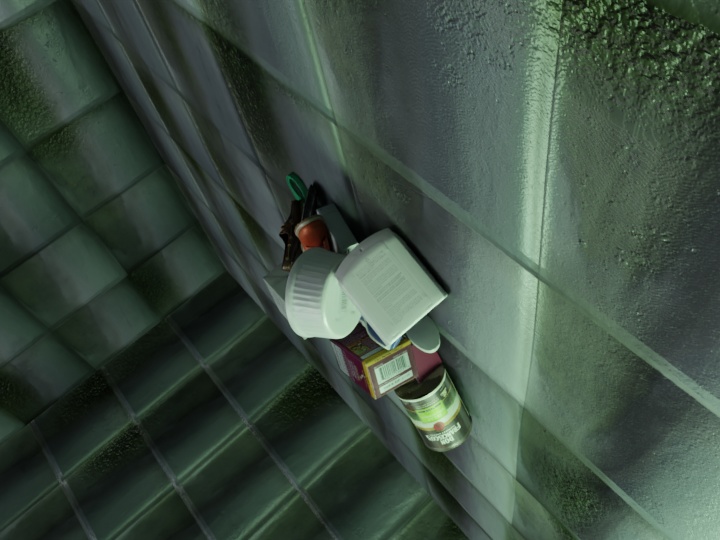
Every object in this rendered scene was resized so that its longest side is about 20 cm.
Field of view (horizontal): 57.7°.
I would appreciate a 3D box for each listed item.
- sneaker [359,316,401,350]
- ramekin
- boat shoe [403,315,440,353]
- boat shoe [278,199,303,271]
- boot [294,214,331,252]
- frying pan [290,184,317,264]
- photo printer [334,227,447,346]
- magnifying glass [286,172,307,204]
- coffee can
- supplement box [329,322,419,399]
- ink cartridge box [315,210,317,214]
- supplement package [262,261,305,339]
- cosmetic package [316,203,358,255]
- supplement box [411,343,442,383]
[{"bbox_3d":[0.038,0.109,1.548,0.199,0.081,0.115,40,-176,36],"label":"sneaker"},{"bbox_3d":[-0.070,0.054,1.444,0.096,0.202,0.202,7,140,31],"label":"ramekin"},{"bbox_3d":[0.125,0.128,1.563,0.200,0.070,0.064,50,167,37],"label":"boat shoe"},{"bbox_3d":[-0.174,-0.092,1.674,0.071,0.069,0.203,105,162,-63],"label":"boat shoe"},{"bbox_3d":[-0.096,-0.053,1.527,0.108,0.074,0.201,60,172,22],"label":"boot"},{"bbox_3d":[-0.134,-0.120,1.592,0.030,0.193,0.115,12,155,0],"label":"frying pan"},{"bbox_3d":[0.056,0.027,1.349,0.201,0.166,0.069,49,-177,5],"label":"photo printer"},{"bbox_3d":[-0.152,-0.182,1.754,0.079,0.022,0.201,41,159,35],"label":"magnifying glass"},{"bbox_3d":[0.191,0.350,1.713,0.146,0.146,0.201,26,151,57],"label":"coffee can"},{"bbox_3d":[0.030,0.208,1.587,0.199,0.130,0.105,27,138,59],"label":"supplement box"},{"bbox_3d":[-0.124,-0.032,1.741,0.200,0.040,0.203,104,161,-73],"label":"ink cartridge box"},{"bbox_3d":[-0.162,0.060,1.999,0.147,0.190,0.201,42,162,31],"label":"supplement package"},{"bbox_3d":[-0.048,-0.039,1.598,0.202,0.051,0.152,85,162,-49],"label":"cosmetic package"},{"bbox_3d":[0.109,0.193,1.709,0.199,0.085,0.111,28,152,57],"label":"supplement box"}]
